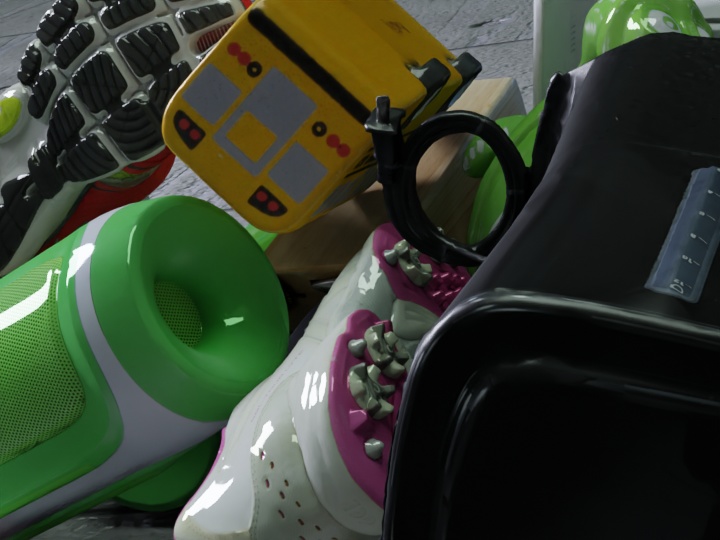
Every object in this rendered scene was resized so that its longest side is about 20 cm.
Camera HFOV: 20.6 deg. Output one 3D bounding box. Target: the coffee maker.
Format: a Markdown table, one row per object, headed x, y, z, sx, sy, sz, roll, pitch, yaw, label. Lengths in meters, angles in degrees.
| x | y | z | sx | sy | sz | roll | pitch | yaw | label |
| --- | --- | --- | --- | --- | --- | --- | --- | --- | --- |
| 0.073 | 0.027 | 0.527 | 0.192 | 0.135 | 0.200 | -9 | 20 | 24 | coffee maker |

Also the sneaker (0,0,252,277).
| x | y | z | sx | sy | sz | roll | pitch | yaw | label |
| --- | --- | --- | --- | --- | --- | --- | --- | --- | --- |
| -0.103 | -0.067 | 0.838 | 0.085 | 0.077 | 0.200 | -16 | -13 | -49 | sneaker |

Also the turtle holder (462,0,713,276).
| x | y | z | sx | sy | sz | roll | pitch | yaw | label |
| --- | --- | --- | --- | --- | --- | --- | --- | --- | --- |
| 0.121 | -0.012 | 0.753 | 0.141 | 0.186 | 0.132 | 16 | 23 | -17 | turtle holder |

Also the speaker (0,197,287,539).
| x | y | z | sx | sy | sz | roll | pitch | yaw | label |
| --- | --- | --- | --- | --- | --- | --- | --- | --- | --- |
| -0.121 | 0.047 | 0.728 | 0.200 | 0.089 | 0.088 | -29 | 2 | 36 | speaker |

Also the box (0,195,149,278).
| x | y | z | sx | sy | sz | roll | pitch | yaw | label |
| --- | --- | --- | --- | --- | --- | --- | --- | --- | --- |
| -0.148 | 0.031 | 0.931 | 0.078 | 0.095 | 0.200 | -7 | 17 | 7 | box |

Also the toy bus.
| x | y | z | sx | sy | sz | roll | pitch | yaw | label |
| --- | --- | --- | --- | --- | --- | --- | --- | --- | --- |
| -0.009 | -0.068 | 0.756 | 0.078 | 0.065 | 0.200 | -49 | -2 | 12 | toy bus |

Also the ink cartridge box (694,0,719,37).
| x | y | z | sx | sy | sz | roll | pitch | yaw | label |
| --- | --- | --- | --- | --- | --- | --- | --- | --- | --- |
| 0.246 | -0.071 | 0.938 | 0.146 | 0.147 | 0.200 | 4 | 22 | 41 | ink cartridge box |

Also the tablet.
| x | y | z | sx | sy | sz | roll | pitch | yaw | label |
| --- | --- | --- | --- | --- | --- | --- | --- | --- | --- |
| 0.099 | -0.055 | 0.875 | 0.014 | 0.200 | 0.130 | 7 | 21 | 20 | tablet |

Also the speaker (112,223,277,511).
| x | y | z | sx | sy | sz | roll | pitch | yaw | label |
| --- | --- | --- | --- | --- | --- | --- | --- | --- | --- |
| -0.053 | 0.032 | 0.877 | 0.088 | 0.089 | 0.200 | -3 | 17 | 24 | speaker |

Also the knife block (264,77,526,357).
| x | y | z | sx | sy | sz | roll | pitch | yaw | label |
| --- | --- | --- | --- | --- | --- | --- | --- | --- | --- |
| 0.000 | 0.000 | 0.808 | 0.064 | 0.200 | 0.176 | -1 | -12 | 29 | knife block |

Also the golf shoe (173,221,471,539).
| x | y | z | sx | sy | sz | roll | pitch | yaw | label |
| --- | --- | --- | --- | --- | --- | --- | --- | --- | --- |
| -0.004 | 0.041 | 0.652 | 0.091 | 0.075 | 0.200 | -35 | 4 | 21 | golf shoe |
